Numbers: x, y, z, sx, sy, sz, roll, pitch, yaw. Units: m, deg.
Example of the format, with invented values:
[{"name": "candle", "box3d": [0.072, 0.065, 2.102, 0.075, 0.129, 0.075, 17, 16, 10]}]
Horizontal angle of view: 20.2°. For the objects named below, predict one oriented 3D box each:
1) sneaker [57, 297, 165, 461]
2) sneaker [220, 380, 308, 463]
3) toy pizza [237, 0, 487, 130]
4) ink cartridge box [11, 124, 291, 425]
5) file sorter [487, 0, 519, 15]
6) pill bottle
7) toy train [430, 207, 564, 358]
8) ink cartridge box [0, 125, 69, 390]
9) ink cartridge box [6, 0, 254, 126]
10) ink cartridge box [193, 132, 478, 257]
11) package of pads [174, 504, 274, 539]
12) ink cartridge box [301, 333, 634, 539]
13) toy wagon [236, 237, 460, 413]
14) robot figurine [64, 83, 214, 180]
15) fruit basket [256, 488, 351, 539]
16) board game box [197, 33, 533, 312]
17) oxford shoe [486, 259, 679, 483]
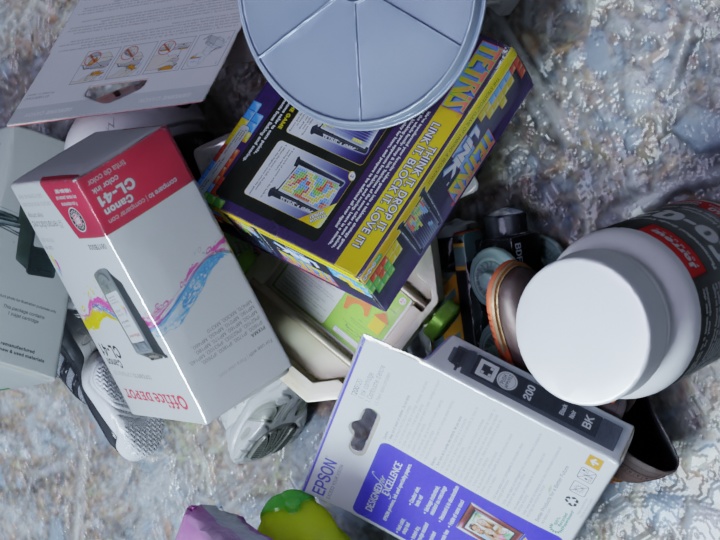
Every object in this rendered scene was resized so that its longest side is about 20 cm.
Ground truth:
[{"name": "sneaker", "box3d": [-0.244, 0.084, 1.727, 0.114, 0.075, 0.201, -34, 75, 33]}, {"name": "sneaker", "box3d": [-0.068, 0.065, 1.600, 0.100, 0.078, 0.200, 57, 130, 21]}, {"name": "toy pizza", "box3d": [0.002, -0.197, 1.388, 0.199, 0.032, 0.202, 4, 98, 30]}, {"name": "ink cartridge box", "box3d": [-0.152, 0.003, 1.450, 0.147, 0.085, 0.201, 0, 118, 62]}, {"name": "file sorter", "box3d": [0.047, -0.295, 1.434, 0.200, 0.124, 0.139, 45, 120, 17]}, {"name": "pill bottle", "box3d": [0.192, 0.021, 1.357, 0.113, 0.200, 0.115, 7, 103, 31]}, {"name": "toy train", "box3d": [0.099, 0.055, 1.499, 0.113, 0.085, 0.202, -3, 98, 42]}, {"name": "ink cartridge box", "box3d": [-0.306, -0.007, 1.677, 0.146, 0.083, 0.202, -13, 64, 49]}, {"name": "ink cartridge box", "box3d": [-0.157, -0.169, 1.568, 0.199, 0.174, 0.044, -4, 138, 33]}, {"name": "ink cartridge box", "box3d": [-0.012, -0.075, 1.529, 0.199, 0.067, 0.118, -21, 87, 15]}, {"name": "package of pads", "box3d": [-0.103, 0.282, 1.457, 0.120, 0.075, 0.202, 23, 94, 47]}, {"name": "ink cartridge box", "box3d": [0.072, 0.137, 1.455, 0.199, 0.044, 0.199, 26, 137, 4]}, {"name": "toy wagon", "box3d": [0.000, 0.000, 1.476, 0.155, 0.040, 0.201, 39, 102, 9]}, {"name": "robot figurine", "box3d": [-0.156, -0.049, 1.602, 0.150, 0.124, 0.201, -24, 85, 40]}, {"name": "fruit basket", "box3d": [-0.045, 0.274, 1.557, 0.155, 0.215, 0.217, -30, 83, 33]}, {"name": "board game box", "box3d": [0.001, -0.092, 1.427, 0.165, 0.057, 0.201, 27, 76, 32]}, {"name": "oxford shoe", "box3d": [0.161, 0.070, 1.423, 0.072, 0.071, 0.200, -1, 134, 52]}]
